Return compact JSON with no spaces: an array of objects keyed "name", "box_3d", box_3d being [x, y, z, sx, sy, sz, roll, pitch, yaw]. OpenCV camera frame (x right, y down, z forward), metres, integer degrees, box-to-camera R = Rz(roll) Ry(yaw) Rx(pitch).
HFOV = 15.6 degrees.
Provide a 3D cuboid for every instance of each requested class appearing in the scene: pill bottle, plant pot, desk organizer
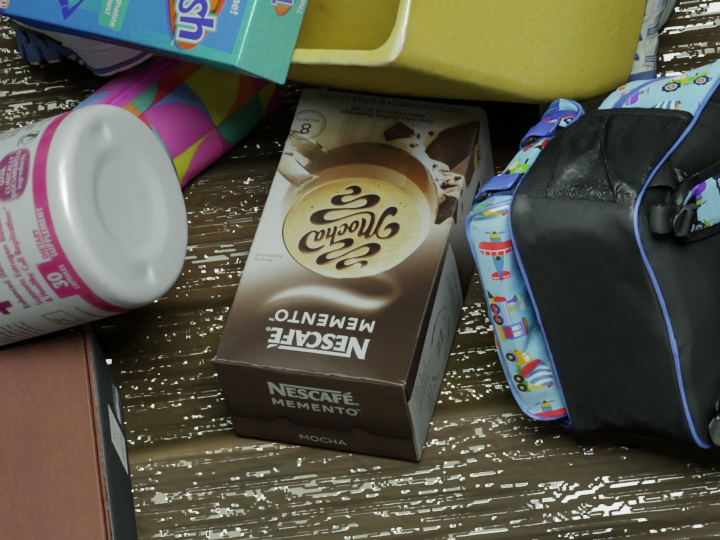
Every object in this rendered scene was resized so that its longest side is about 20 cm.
[{"name":"pill bottle","box_3d":[-0.206,-0.015,1.458,0.200,0.113,0.113,-15,48,30]},{"name":"plant pot","box_3d":[0.060,-0.183,1.495,0.194,0.200,0.196,8,82,54]},{"name":"desk organizer","box_3d":[-0.167,0.135,1.434,0.077,0.072,0.200,-13,53,3]}]

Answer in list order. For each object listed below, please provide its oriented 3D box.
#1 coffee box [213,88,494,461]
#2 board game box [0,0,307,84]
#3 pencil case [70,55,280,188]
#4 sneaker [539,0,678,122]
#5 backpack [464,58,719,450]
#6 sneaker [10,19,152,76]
[{"name":"coffee box","box_3d":[0.000,0.000,1.499,0.113,0.080,0.200,7,55,14]},{"name":"board game box","box_3d":[-0.106,-0.197,1.473,0.200,0.045,0.152,15,89,38]},{"name":"pencil case","box_3d":[-0.140,-0.079,1.580,0.088,0.088,0.200,35,67,29]},{"name":"sneaker","box_3d":[0.149,-0.149,1.581,0.075,0.088,0.200,5,56,11]},{"name":"backpack","box_3d":[0.166,-0.025,1.435,0.134,0.183,0.200,3,38,32]},{"name":"sneaker","box_3d":[-0.179,-0.186,1.594,0.081,0.115,0.199,-46,27,-25]}]
